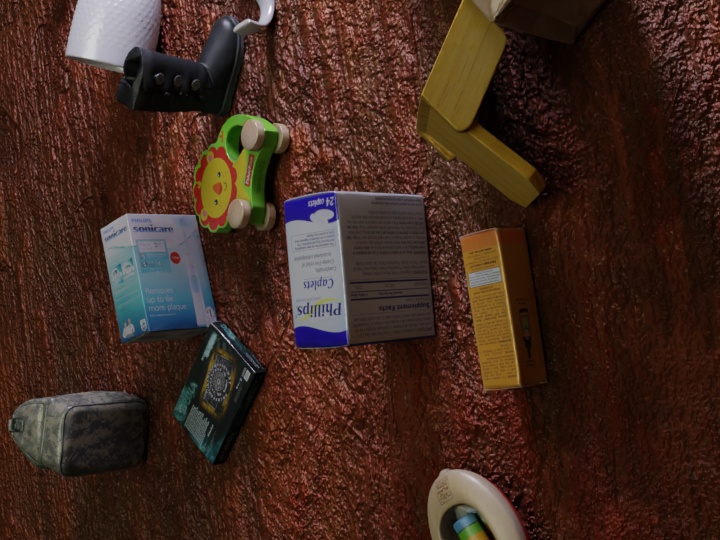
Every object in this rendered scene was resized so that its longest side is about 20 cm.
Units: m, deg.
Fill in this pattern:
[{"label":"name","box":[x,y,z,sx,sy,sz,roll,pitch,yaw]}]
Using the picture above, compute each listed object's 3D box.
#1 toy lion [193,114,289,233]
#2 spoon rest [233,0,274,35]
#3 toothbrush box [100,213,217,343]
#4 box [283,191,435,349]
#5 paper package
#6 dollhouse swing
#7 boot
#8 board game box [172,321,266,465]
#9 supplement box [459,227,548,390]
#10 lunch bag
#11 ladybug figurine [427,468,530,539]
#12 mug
[{"label":"toy lion","box":[-0.205,-0.154,1.724,0.192,0.069,0.201,26,108,48]},{"label":"spoon rest","box":[-0.167,-0.458,1.685,0.099,0.061,0.201,-18,66,41]},{"label":"toothbrush box","box":[-0.333,0.012,1.786,0.085,0.146,0.201,-24,74,40]},{"label":"box","box":[0.000,0.000,1.446,0.105,0.184,0.201,-7,86,42]},{"label":"paper package","box":[0.178,-0.375,1.262,0.104,0.190,0.200,-50,61,29]},{"label":"dollhouse swing","box":[0.167,-0.199,1.303,0.175,0.200,0.182,24,86,3]},{"label":"boot","box":[-0.281,-0.328,1.687,0.066,0.200,0.165,16,102,42]},{"label":"board game box","box":[-0.237,0.203,1.781,0.135,0.028,0.200,44,120,33]},{"label":"supplement box","box":[0.181,0.049,1.359,0.069,0.066,0.201,-16,80,42]},{"label":"lunch bag","box":[-0.501,0.280,1.921,0.167,0.200,0.140,12,97,39]},{"label":"ladybug figurine","box":[0.160,0.343,1.384,0.136,0.072,0.200,-41,65,37]},{"label":"mug","box":[-0.423,-0.439,1.872,0.200,0.147,0.176,-157,79,-72]}]
